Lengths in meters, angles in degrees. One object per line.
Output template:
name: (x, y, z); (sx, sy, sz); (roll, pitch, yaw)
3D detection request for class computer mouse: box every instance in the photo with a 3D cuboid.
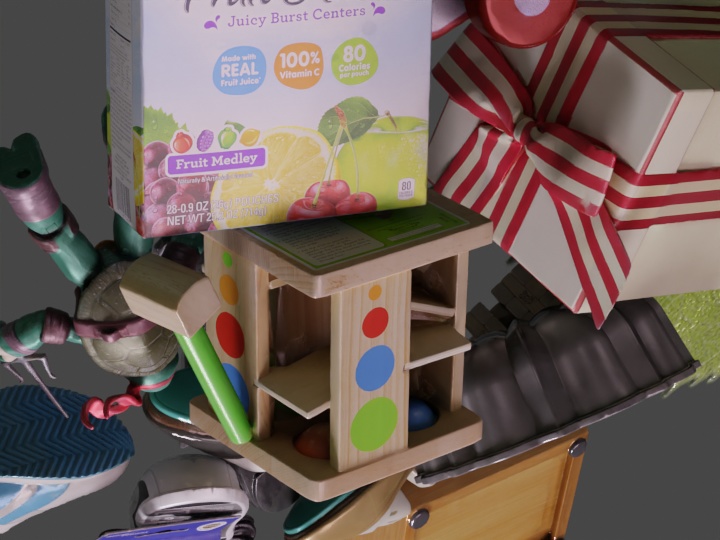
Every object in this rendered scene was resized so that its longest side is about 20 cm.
computer mouse: (-0.111, 0.151, 1.514); (0.109, 0.044, 0.200); (-3, 160, -11)

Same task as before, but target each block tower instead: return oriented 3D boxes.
block tower: (0.158, -0.001, 1.670); (0.200, 0.054, 0.058); (-43, 145, -1)

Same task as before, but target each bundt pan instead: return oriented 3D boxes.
bundt pan: (0.115, 0.067, 1.544); (0.202, 0.076, 0.202); (-23, 180, 0)

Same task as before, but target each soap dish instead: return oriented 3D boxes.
soap dish: (0.073, 0.168, 1.736); (0.200, 0.081, 0.158); (-21, 138, -29)

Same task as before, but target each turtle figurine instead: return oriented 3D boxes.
turtle figurine: (-0.141, 0.004, 1.364); (0.150, 0.101, 0.200); (-32, 135, -22)

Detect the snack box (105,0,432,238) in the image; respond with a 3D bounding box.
snack box: (-0.049, -0.128, 1.262); (0.168, 0.068, 0.200); (-8, 110, -23)

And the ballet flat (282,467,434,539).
ballet flat: (0.024, 0.134, 1.609); (0.063, 0.069, 0.200); (54, 53, -17)

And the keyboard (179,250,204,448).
keyboard: (-0.088, 0.032, 1.508); (0.056, 0.011, 0.200); (-21, 139, -28)

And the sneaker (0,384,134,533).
sneaker: (-0.233, 0.129, 1.426); (0.200, 0.077, 0.081); (-14, 144, -25)

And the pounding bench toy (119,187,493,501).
pounding bench toy: (-0.043, 0.046, 1.322); (0.200, 0.124, 0.156); (-18, 121, -35)

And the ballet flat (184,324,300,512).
ballet flat: (-0.082, 0.083, 1.528); (0.066, 0.057, 0.200); (-31, 137, -17)

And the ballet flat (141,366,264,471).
ballet flat: (-0.048, 0.088, 1.472); (0.200, 0.068, 0.068); (-11, 134, -32)

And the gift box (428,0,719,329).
gift box: (0.158, -0.073, 1.490); (0.187, 0.185, 0.200); (-4, 123, -43)

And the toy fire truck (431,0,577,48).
toy fire truck: (0.084, -0.230, 1.346); (0.200, 0.112, 0.168); (-32, 116, -13)

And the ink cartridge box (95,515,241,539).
ink cartridge box: (-0.154, 0.200, 1.505); (0.095, 0.037, 0.200); (-4, 160, -30)
